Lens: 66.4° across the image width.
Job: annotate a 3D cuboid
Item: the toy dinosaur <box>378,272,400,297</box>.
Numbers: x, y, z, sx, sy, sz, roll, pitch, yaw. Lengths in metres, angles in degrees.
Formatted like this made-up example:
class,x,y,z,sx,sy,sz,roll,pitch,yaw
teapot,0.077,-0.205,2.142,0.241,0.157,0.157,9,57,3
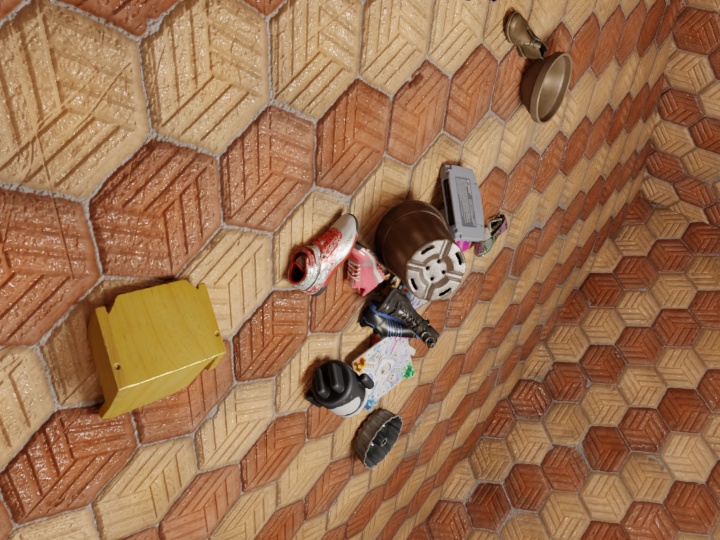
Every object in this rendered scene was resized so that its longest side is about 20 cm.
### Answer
class,x,y,z,sx,sy,sz,roll,pitch,yaw
toy dinosaur,0.092,0.019,1.486,0.105,0.061,0.202,-26,157,-46

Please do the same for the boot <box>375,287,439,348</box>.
class,x,y,z,sx,sy,sz,roll,pitch,yaw
boot,0.135,0.131,1.439,0.069,0.175,0.199,-47,165,18

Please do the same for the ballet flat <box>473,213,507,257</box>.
class,x,y,z,sx,sy,sz,roll,pitch,yaw
ballet flat,0.434,-0.127,1.853,0.199,0.068,0.073,-42,126,-33

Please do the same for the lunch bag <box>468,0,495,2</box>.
class,x,y,z,sx,sy,sz,roll,pitch,yaw
lunch bag,0.299,-0.712,1.187,0.149,0.093,0.204,-35,131,-29

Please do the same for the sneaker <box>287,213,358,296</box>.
class,x,y,z,sx,sy,sz,roll,pitch,yaw
sneaker,-0.081,-0.043,1.188,0.204,0.067,0.107,-59,150,3

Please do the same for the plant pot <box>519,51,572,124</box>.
class,x,y,z,sx,sy,sz,roll,pitch,yaw
plant pot,0.537,-0.547,1.629,0.199,0.092,0.205,-33,138,-35

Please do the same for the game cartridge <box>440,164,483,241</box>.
class,x,y,z,sx,sy,sz,roll,pitch,yaw
game cartridge,0.281,-0.181,1.501,0.131,0.041,0.206,2,78,-45

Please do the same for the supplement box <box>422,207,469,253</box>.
class,x,y,z,sx,sy,sz,roll,pitch,yaw
supplement box,0.220,-0.092,1.540,0.198,0.102,0.104,-29,136,-42

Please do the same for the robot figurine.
class,x,y,z,sx,sy,sz,roll,pitch,yaw
robot figurine,-0.054,0.314,1.452,0.127,0.147,0.201,-63,149,-17

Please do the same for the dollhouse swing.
class,x,y,z,sx,sy,sz,roll,pitch,yaw
dollhouse swing,-0.371,0.138,0.959,0.197,0.174,0.187,-16,87,-47

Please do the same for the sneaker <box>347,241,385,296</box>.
class,x,y,z,sx,sy,sz,roll,pitch,yaw
sneaker,0.000,0.000,1.331,0.087,0.073,0.201,-51,147,-11

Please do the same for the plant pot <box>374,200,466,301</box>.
class,x,y,z,sx,sy,sz,roll,pitch,yaw
plant pot,0.149,-0.041,1.319,0.194,0.199,0.206,-5,115,-12

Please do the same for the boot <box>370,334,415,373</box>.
class,x,y,z,sx,sy,sz,roll,pitch,yaw
boot,0.080,0.265,1.657,0.198,0.072,0.147,27,93,-50

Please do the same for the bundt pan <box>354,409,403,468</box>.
class,x,y,z,sx,sy,sz,roll,pitch,yaw
bundt pan,0.053,0.549,1.832,0.200,0.075,0.206,-34,140,-34

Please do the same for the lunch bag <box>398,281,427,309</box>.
class,x,y,z,sx,sy,sz,roll,pitch,yaw
lunch bag,0.183,0.032,1.612,0.198,0.075,0.164,-21,134,-46

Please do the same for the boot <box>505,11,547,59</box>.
class,x,y,z,sx,sy,sz,roll,pitch,yaw
boot,0.443,-0.621,1.459,0.198,0.075,0.075,11,109,-55

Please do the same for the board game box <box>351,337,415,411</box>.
class,x,y,z,sx,sy,sz,roll,pitch,yaw
board game box,0.074,0.285,1.597,0.198,0.026,0.204,-32,131,-24

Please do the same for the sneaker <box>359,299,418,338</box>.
class,x,y,z,sx,sy,sz,roll,pitch,yaw
sneaker,0.085,0.153,1.524,0.197,0.071,0.079,29,107,-24
